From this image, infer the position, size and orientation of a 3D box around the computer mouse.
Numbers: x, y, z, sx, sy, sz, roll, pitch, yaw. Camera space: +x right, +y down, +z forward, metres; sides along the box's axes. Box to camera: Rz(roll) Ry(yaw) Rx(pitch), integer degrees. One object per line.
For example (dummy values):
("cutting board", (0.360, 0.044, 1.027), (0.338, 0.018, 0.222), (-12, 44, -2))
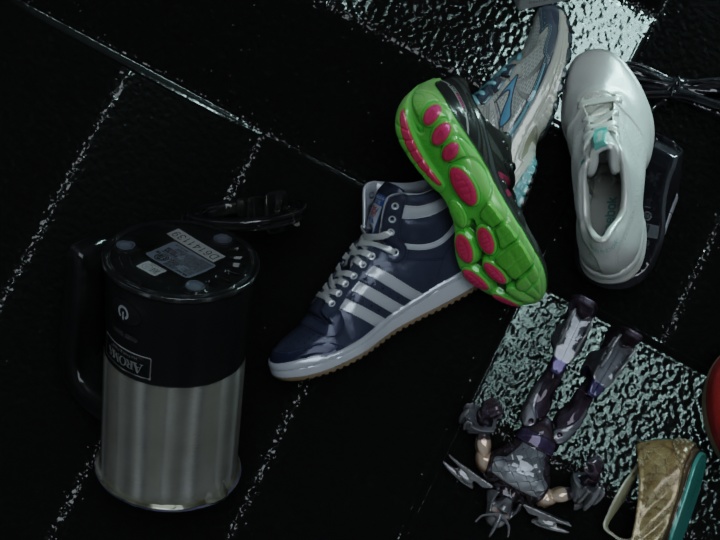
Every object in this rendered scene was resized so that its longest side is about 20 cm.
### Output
("computer mouse", (0.254, -0.070, 1.574), (0.139, 0.046, 0.202), (6, 71, 14))

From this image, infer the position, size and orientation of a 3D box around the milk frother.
("milk frother", (-0.120, 0.049, 1.479), (0.198, 0.180, 0.190), (-12, 125, -30))

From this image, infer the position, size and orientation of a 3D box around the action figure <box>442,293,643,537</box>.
("action figure", (0.147, 0.122, 1.528), (0.129, 0.069, 0.201), (30, 83, -9))

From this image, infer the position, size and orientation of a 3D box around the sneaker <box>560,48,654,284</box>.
("sneaker", (0.195, -0.097, 1.524), (0.074, 0.089, 0.202), (-8, 67, 13))

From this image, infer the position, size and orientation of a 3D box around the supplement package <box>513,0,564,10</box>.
("supplement package", (0.183, -0.337, 1.523), (0.150, 0.201, 0.152), (-12, 64, -7))

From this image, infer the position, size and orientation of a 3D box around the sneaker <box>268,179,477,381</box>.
("sneaker", (0.000, 0.000, 1.515), (0.199, 0.070, 0.109), (-29, 111, -16))

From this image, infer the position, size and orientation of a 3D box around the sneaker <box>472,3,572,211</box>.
("sneaker", (0.115, -0.130, 1.563), (0.085, 0.078, 0.202), (18, 79, 1))

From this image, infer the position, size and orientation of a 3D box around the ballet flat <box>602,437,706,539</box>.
("ballet flat", (0.220, 0.229, 1.527), (0.065, 0.071, 0.202), (13, 75, 25))

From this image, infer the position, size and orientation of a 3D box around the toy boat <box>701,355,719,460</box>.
("toy boat", (0.373, 0.099, 1.521), (0.198, 0.131, 0.132), (-18, 82, -8))

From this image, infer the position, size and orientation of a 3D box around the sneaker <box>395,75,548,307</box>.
("sneaker", (0.101, -0.063, 1.489), (0.084, 0.076, 0.201), (-43, 116, -41))
